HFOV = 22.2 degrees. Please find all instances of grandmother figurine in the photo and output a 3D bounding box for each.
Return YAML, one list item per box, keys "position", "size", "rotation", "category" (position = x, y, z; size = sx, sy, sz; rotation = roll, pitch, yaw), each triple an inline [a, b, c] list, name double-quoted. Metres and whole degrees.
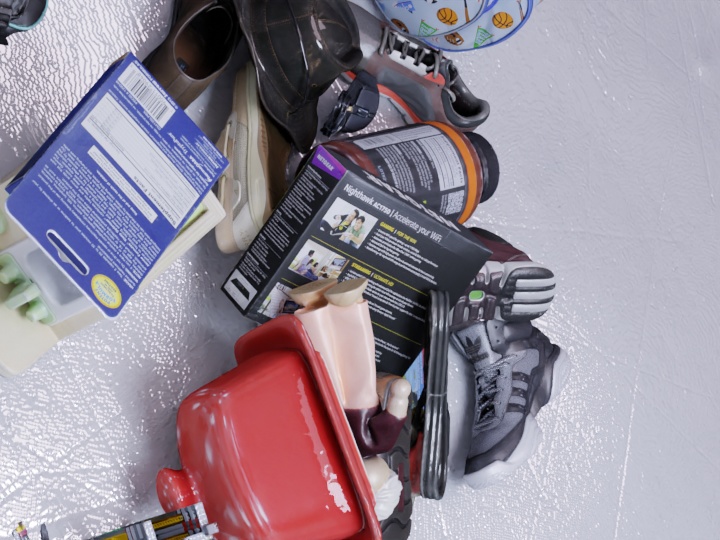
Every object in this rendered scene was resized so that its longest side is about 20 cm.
- position: [-0.010, 0.109, 1.490]
  size: [0.060, 0.121, 0.201]
  rotation: [-21, 105, -36]
  category: "grandmother figurine"

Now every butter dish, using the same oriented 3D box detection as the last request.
- position: [-0.091, 0.155, 1.453]
  size: [0.147, 0.200, 0.201]
  rotation: [-21, 88, -21]
  category: "butter dish"

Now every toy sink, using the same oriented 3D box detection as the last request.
- position: [-0.222, -0.032, 1.428]
  size: [0.131, 0.112, 0.200]
  rotation: [56, 47, -10]
  category: "toy sink"

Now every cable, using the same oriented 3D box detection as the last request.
- position: [0.052, 0.118, 1.584]
  size: [0.097, 0.050, 0.201]
  rotation: [-83, 173, -59]
  category: "cable"

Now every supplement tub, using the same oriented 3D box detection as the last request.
- position: [0.039, -0.079, 1.687]
  size: [0.199, 0.107, 0.108]
  rotation: [-15, 85, -45]
  category: "supplement tub"

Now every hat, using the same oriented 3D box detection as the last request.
- position: [-0.045, -0.204, 1.617]
  size: [0.201, 0.080, 0.202]
  rotation: [-17, 90, -77]
  category: "hat"

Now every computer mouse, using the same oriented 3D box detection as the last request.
- position: [-0.005, -0.144, 1.644]
  size: [0.034, 0.059, 0.200]
  rotation: [32, 12, -1]
  category: "computer mouse"

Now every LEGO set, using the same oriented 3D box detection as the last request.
- position: [-0.176, 0.254, 1.359]
  size: [0.199, 0.116, 0.155]
  rotation: [-3, 77, -42]
  category: "LEGO set"

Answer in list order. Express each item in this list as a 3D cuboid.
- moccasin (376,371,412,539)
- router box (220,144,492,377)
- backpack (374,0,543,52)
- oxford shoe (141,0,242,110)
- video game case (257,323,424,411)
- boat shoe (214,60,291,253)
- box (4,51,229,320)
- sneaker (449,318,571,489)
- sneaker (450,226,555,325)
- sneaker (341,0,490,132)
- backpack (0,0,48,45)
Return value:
- position: [-0.002, 0.187, 1.572]
  size: [0.073, 0.077, 0.203]
  rotation: [-8, 99, -56]
  category: "moccasin"
- position: [0.000, 0.000, 1.554]
  size: [0.200, 0.149, 0.051]
  rotation: [27, 13, -44]
  category: "router box"
- position: [0.094, -0.308, 1.772]
  size: [0.191, 0.199, 0.154]
  rotation: [51, 53, -24]
  category: "backpack"
- position: [-0.126, -0.217, 1.604]
  size: [0.073, 0.084, 0.201]
  rotation: [36, 51, -21]
  category: "oxford shoe"
- position: [-0.010, 0.070, 1.648]
  size: [0.199, 0.017, 0.144]
  rotation: [15, 65, -37]
  category: "video game case"
- position: [-0.101, -0.100, 1.590]
  size: [0.072, 0.065, 0.201]
  rotation: [55, 23, -49]
  category: "boat shoe"
- position: [-0.186, -0.061, 1.371]
  size: [0.121, 0.032, 0.200]
  rotation: [49, 42, -17]
  category: "box"
- position: [0.122, 0.109, 1.716]
  size: [0.114, 0.075, 0.200]
  rotation: [51, 42, -15]
  category: "sneaker"
- position: [0.073, 0.001, 1.703]
  size: [0.199, 0.116, 0.076]
  rotation: [5, 113, -20]
  category: "sneaker"
- position: [0.049, -0.200, 1.755]
  size: [0.200, 0.082, 0.077]
  rotation: [37, 53, -27]
  category: "sneaker"
- position: [-0.324, -0.280, 1.400]
  size: [0.175, 0.153, 0.201]
  rotation: [20, 71, -38]
  category: "backpack"
